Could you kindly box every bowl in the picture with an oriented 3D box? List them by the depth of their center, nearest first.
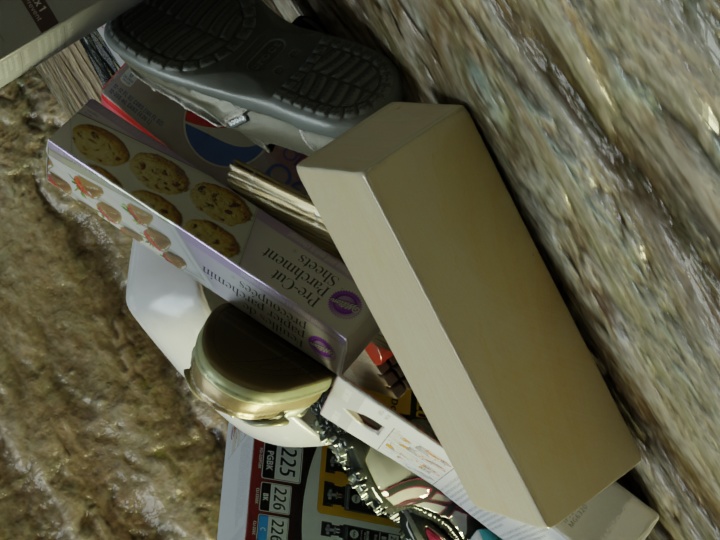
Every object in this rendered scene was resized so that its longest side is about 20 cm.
[{"bbox_3d":[-0.080,-0.001,1.728,0.200,0.075,0.200,53,-148,-45],"label":"bowl"}]

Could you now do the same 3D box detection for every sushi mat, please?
[{"bbox_3d":[0.013,0.012,1.439,0.200,0.012,0.096,26,148,25],"label":"sushi mat"}]

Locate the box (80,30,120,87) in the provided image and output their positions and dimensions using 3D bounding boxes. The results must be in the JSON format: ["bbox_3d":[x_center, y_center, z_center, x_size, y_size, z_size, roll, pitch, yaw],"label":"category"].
[{"bbox_3d":[-0.123,-0.140,1.848,0.200,0.086,0.164,51,170,45],"label":"box"}]

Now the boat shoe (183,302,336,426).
[{"bbox_3d":[-0.054,0.056,1.481,0.073,0.063,0.201,30,-168,1],"label":"boat shoe"}]

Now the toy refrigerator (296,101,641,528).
[{"bbox_3d":[0.055,0.019,1.322,0.200,0.070,0.076,62,159,-17],"label":"toy refrigerator"}]

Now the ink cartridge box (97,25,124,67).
[{"bbox_3d":[-0.138,-0.191,1.610,0.116,0.068,0.200,58,173,4],"label":"ink cartridge box"}]

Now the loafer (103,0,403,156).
[{"bbox_3d":[-0.056,-0.095,1.432,0.200,0.075,0.070,29,151,38],"label":"loafer"}]

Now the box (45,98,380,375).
[{"bbox_3d":[-0.078,-0.019,1.450,0.200,0.041,0.039,34,149,15],"label":"box"}]

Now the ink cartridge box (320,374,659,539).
[{"bbox_3d":[0.065,0.102,1.488,0.176,0.045,0.200,36,171,2],"label":"ink cartridge box"}]

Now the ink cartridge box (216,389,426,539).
[{"bbox_3d":[0.000,0.165,1.811,0.084,0.175,0.200,126,151,-58],"label":"ink cartridge box"}]

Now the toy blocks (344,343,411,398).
[{"bbox_3d":[0.000,0.000,1.612,0.200,0.100,0.137,57,163,-17],"label":"toy blocks"}]

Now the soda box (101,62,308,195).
[{"bbox_3d":[-0.048,-0.053,1.518,0.200,0.070,0.063,39,168,3],"label":"soda box"}]

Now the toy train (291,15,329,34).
[{"bbox_3d":[-0.045,-0.115,1.578,0.034,0.046,0.200,40,171,-3],"label":"toy train"}]

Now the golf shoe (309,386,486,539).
[{"bbox_3d":[0.035,0.113,1.693,0.077,0.088,0.200,55,-177,39],"label":"golf shoe"}]

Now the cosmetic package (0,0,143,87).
[{"bbox_3d":[-0.151,-0.180,1.418,0.107,0.200,0.090,56,175,1],"label":"cosmetic package"}]

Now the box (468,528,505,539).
[{"bbox_3d":[0.105,0.250,1.571,0.082,0.049,0.200,-56,47,43],"label":"box"}]
